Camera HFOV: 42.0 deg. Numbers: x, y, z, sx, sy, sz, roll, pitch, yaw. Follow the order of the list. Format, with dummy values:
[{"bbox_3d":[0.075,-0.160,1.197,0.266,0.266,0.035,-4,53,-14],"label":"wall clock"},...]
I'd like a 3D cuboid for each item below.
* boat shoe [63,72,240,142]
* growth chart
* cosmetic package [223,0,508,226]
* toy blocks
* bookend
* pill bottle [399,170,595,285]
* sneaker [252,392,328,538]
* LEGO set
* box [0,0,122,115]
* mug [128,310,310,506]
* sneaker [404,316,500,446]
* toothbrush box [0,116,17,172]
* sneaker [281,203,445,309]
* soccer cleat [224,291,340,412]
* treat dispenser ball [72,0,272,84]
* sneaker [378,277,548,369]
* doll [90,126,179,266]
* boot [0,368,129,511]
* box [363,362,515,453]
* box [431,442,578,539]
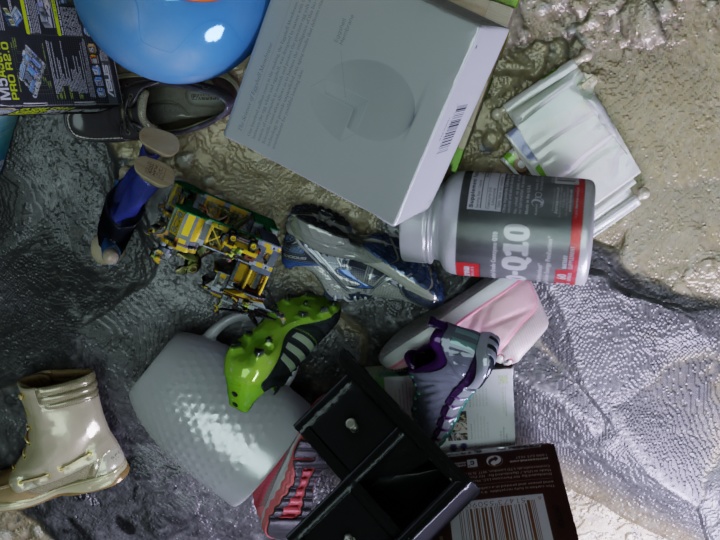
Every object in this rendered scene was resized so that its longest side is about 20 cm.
[{"bbox_3d":[-0.229,-0.176,1.011,0.199,0.065,0.072,-6,110,4],"label":"boat shoe"},{"bbox_3d":[0.231,-0.124,1.044,0.144,0.018,0.200,-27,106,10],"label":"growth chart"},{"bbox_3d":[0.005,-0.183,0.912,0.200,0.123,0.200,29,111,13],"label":"cosmetic package"},{"bbox_3d":[0.072,-0.222,0.985,0.136,0.100,0.200,20,107,7],"label":"toy blocks"},{"bbox_3d":[-0.013,0.228,1.003,0.199,0.092,0.200,-43,67,-4],"label":"bookend"},{"bbox_3d":[0.147,-0.048,1.011,0.199,0.114,0.114,5,109,11],"label":"pill bottle"},{"bbox_3d":[-0.082,0.222,1.133,0.074,0.087,0.200,16,107,-41],"label":"sneaker"},{"bbox_3d":[-0.163,-0.009,1.006,0.153,0.200,0.116,20,100,-24],"label":"LEGO set"},{"bbox_3d":[-0.325,-0.254,0.917,0.044,0.160,0.201,-8,95,36],"label":"box"},{"bbox_3d":[-0.155,0.139,1.085,0.175,0.148,0.200,39,80,-6],"label":"mug"},{"bbox_3d":[0.080,0.125,1.050,0.087,0.074,0.200,24,130,-1],"label":"sneaker"},{"bbox_3d":[-0.440,-0.208,0.995,0.146,0.085,0.200,21,108,-5],"label":"toothbrush box"},{"bbox_3d":[0.000,0.000,1.070,0.200,0.077,0.085,27,117,0],"label":"sneaker"},{"bbox_3d":[-0.087,0.085,1.038,0.067,0.200,0.081,20,119,22],"label":"soccer cleat"},{"bbox_3d":[-0.177,-0.282,0.904,0.200,0.201,0.201,0,109,1],"label":"treat dispenser ball"},{"bbox_3d":[0.125,0.083,1.084,0.200,0.075,0.105,-32,100,7],"label":"sneaker"},{"bbox_3d":[-0.255,-0.064,1.014,0.048,0.137,0.200,18,143,-23],"label":"doll"},{"bbox_3d":[-0.398,0.204,1.138,0.199,0.073,0.156,-12,108,3],"label":"boot"},{"bbox_3d":[0.088,0.183,1.142,0.199,0.036,0.145,-4,108,1],"label":"box"},{"bbox_3d":[0.164,0.337,1.102,0.165,0.164,0.200,-6,122,3],"label":"box"}]
